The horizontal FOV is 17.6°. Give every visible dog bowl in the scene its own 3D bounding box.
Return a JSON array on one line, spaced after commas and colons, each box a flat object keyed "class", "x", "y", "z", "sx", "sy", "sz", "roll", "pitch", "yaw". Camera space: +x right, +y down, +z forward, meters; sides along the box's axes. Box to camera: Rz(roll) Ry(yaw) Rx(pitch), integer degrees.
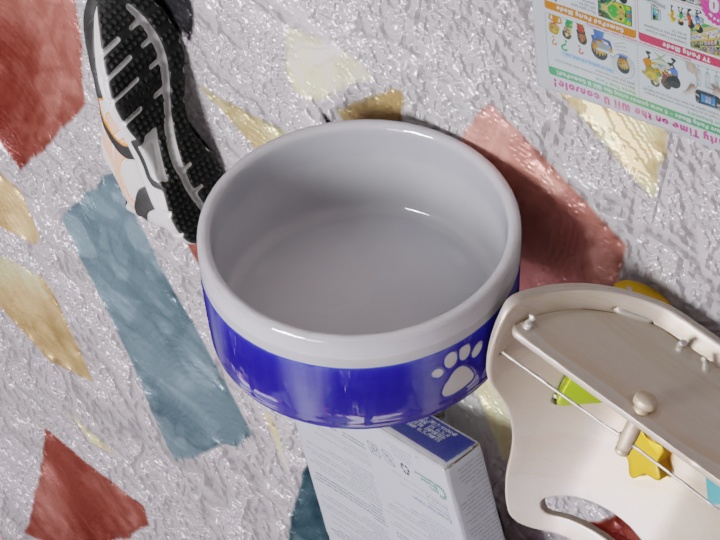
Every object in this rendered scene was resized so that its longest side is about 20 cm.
[{"class": "dog bowl", "x": 0.000, "y": 0.000, "z": 1.435, "sx": 0.199, "sy": 0.200, "sz": 0.079, "roll": 28, "pitch": 142, "yaw": 29}]

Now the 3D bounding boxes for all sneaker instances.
[{"class": "sneaker", "x": -0.160, "y": -0.109, "z": 1.627, "sx": 0.080, "sy": 0.074, "sz": 0.201, "roll": 16, "pitch": 132, "yaw": 42}]

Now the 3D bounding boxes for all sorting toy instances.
[{"class": "sorting toy", "x": 0.164, "y": 0.121, "z": 1.413, "sx": 0.199, "sy": 0.107, "sz": 0.181, "roll": 36, "pitch": 130, "yaw": 20}]

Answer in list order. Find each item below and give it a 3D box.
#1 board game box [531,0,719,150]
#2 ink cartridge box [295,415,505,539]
[{"class": "board game box", "x": 0.162, "y": -0.173, "z": 1.218, "sx": 0.147, "sy": 0.064, "sz": 0.201, "roll": 24, "pitch": 136, "yaw": 34}, {"class": "ink cartridge box", "x": 0.033, "y": 0.174, "z": 1.667, "sx": 0.196, "sy": 0.043, "sz": 0.201, "roll": 28, "pitch": 142, "yaw": 47}]
